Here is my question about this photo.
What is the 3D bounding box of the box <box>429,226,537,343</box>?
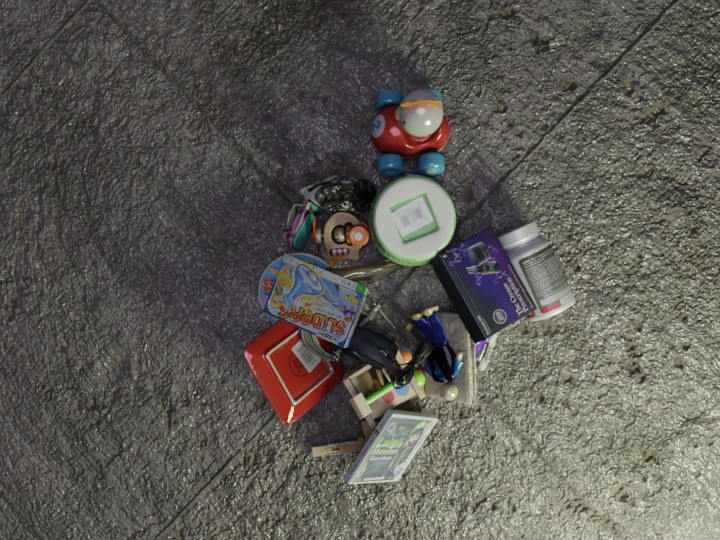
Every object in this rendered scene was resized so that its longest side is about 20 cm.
[{"bbox_3d":[0.261,0.032,1.302,0.140,0.079,0.202,-28,83,-12],"label":"box"}]

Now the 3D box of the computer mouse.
[{"bbox_3d":[0.053,0.148,1.291,0.199,0.046,0.140,28,61,34],"label":"computer mouse"}]

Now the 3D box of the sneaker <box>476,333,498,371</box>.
[{"bbox_3d":[0.266,0.119,1.380,0.098,0.070,0.203,18,91,6],"label":"sneaker"}]

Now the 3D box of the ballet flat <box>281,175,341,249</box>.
[{"bbox_3d":[-0.122,-0.144,1.398,0.071,0.069,0.201,34,93,27],"label":"ballet flat"}]

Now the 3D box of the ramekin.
[{"bbox_3d":[0.114,-0.110,1.317,0.197,0.098,0.203,0,91,3],"label":"ramekin"}]

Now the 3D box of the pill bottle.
[{"bbox_3d":[0.384,-0.001,1.349,0.113,0.114,0.202,-24,90,3],"label":"pill bottle"}]

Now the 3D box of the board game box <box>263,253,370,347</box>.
[{"bbox_3d":[-0.094,0.063,1.293,0.198,0.034,0.137,21,91,14],"label":"board game box"}]

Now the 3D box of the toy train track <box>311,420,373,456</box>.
[{"bbox_3d":[-0.015,0.406,1.423,0.197,0.033,0.116,-10,98,9],"label":"toy train track"}]

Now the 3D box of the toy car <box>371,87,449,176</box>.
[{"bbox_3d":[0.107,-0.323,1.293,0.174,0.200,0.187,-1,78,3],"label":"toy car"}]

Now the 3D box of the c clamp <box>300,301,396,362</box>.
[{"bbox_3d":[-0.031,0.127,1.360,0.200,0.027,0.172,-41,103,-21],"label":"c clamp"}]

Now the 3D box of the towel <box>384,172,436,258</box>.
[{"bbox_3d":[0.113,-0.121,1.391,0.110,0.049,0.203,4,92,3],"label":"towel"}]

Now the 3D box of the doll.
[{"bbox_3d":[0.170,0.186,1.340,0.048,0.136,0.203,-12,79,-38],"label":"doll"}]

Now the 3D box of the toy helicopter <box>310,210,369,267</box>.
[{"bbox_3d":[-0.068,-0.042,1.391,0.131,0.079,0.202,22,105,-5],"label":"toy helicopter"}]

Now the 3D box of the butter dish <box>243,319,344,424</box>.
[{"bbox_3d":[-0.168,0.212,1.371,0.199,0.147,0.202,-35,100,-34],"label":"butter dish"}]

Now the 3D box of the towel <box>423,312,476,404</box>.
[{"bbox_3d":[0.197,0.193,1.371,0.131,0.034,0.203,1,95,43],"label":"towel"}]

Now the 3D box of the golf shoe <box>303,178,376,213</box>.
[{"bbox_3d":[-0.041,-0.169,1.347,0.094,0.199,0.079,11,97,36],"label":"golf shoe"}]

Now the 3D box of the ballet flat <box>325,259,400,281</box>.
[{"bbox_3d":[0.000,0.000,1.365,0.198,0.067,0.047,-13,70,-24],"label":"ballet flat"}]

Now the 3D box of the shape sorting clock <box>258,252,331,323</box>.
[{"bbox_3d":[-0.137,0.056,1.391,0.197,0.039,0.203,3,110,8],"label":"shape sorting clock"}]

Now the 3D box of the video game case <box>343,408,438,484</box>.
[{"bbox_3d":[0.072,0.390,1.338,0.023,0.199,0.183,37,99,38],"label":"video game case"}]

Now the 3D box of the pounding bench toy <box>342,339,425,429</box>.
[{"bbox_3d":[0.059,0.248,1.328,0.155,0.200,0.125,-32,90,4],"label":"pounding bench toy"}]
